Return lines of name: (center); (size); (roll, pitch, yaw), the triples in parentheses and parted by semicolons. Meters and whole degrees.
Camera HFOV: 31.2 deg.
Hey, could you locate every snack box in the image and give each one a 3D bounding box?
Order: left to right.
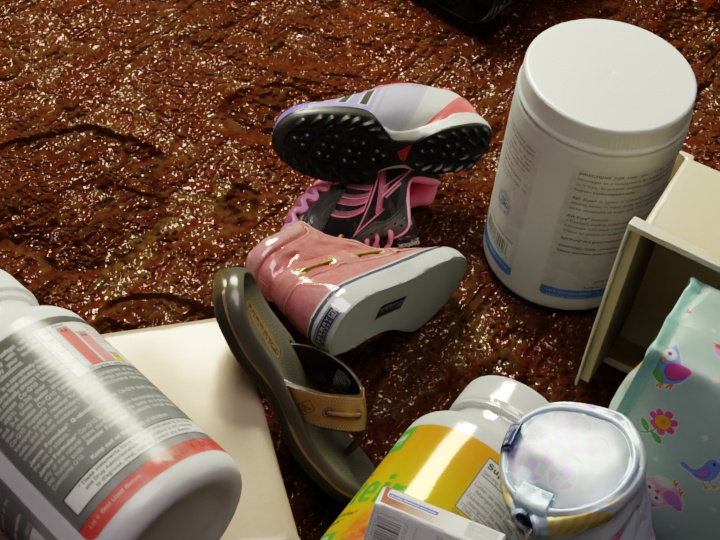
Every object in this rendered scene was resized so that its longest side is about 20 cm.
snack box: (0.018, 0.220, 0.729); (0.072, 0.200, 0.024); (20, 24, 10)

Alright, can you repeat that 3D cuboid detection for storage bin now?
storage bin: (0.272, 0.048, 0.901); (0.200, 0.199, 0.094); (26, 52, 16)

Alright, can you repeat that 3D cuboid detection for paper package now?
paper package: (-0.154, 0.139, 0.837); (0.200, 0.103, 0.191); (-7, 50, -14)

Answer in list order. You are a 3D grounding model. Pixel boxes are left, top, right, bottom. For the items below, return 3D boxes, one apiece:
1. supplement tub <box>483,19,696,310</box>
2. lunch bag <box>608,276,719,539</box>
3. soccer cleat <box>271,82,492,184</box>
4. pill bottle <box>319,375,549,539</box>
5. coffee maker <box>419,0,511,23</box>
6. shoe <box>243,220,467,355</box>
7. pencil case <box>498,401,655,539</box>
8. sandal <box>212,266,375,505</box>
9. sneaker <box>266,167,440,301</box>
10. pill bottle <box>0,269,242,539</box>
supplement tub: (0.172, -0.077, 0.996); (0.132, 0.200, 0.132); (4, 49, -4)
lunch bag: (0.234, 0.133, 0.829); (0.170, 0.200, 0.122); (28, 38, 14)
soccer cleat: (0.010, -0.115, 1.019); (0.200, 0.068, 0.073); (-5, 46, -34)
pill bottle: (0.053, 0.162, 0.835); (0.111, 0.111, 0.200); (29, 52, 18)
coffee maker: (0.126, -0.346, 1.289); (0.200, 0.135, 0.192); (-34, 37, -31)
shoe: (0.000, 0.000, 0.955); (0.091, 0.072, 0.200); (37, 26, 21)
pencil case: (0.138, 0.169, 0.778); (0.083, 0.200, 0.091); (8, 50, 27)
sandal: (-0.030, 0.076, 0.854); (0.055, 0.200, 0.082); (-25, 19, 10)
sneaker: (-0.001, -0.035, 1.032); (0.095, 0.079, 0.200); (33, 54, 6)
pill bottle: (-0.172, 0.092, 0.732); (0.200, 0.116, 0.116); (39, 56, 23)
